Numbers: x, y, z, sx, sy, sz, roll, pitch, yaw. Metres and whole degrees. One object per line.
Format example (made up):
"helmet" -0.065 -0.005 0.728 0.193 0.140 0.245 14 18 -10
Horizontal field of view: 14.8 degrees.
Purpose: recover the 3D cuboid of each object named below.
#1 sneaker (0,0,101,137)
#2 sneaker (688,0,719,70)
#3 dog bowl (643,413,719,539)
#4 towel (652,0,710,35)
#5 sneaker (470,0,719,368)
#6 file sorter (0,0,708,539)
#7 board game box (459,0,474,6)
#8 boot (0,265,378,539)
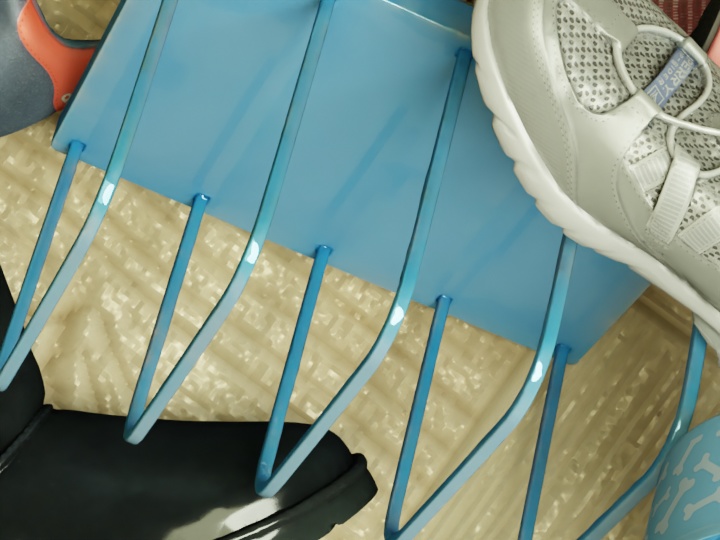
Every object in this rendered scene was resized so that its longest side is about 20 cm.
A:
"sneaker" -0.137 -0.145 0.928 0.084 0.075 0.201 -20 100 -3
"sneaker" 0.177 -0.106 0.884 0.087 0.074 0.200 35 60 3
"dog bowl" 0.138 0.105 0.828 0.111 0.200 0.050 -2 54 10
"towel" 0.149 -0.124 0.969 0.143 0.023 0.201 -1 92 -5
"sneaker" 0.116 -0.025 0.795 0.200 0.082 0.075 45 52 -13
"file sorter" 0.000 0.000 0.867 0.199 0.139 0.123 23 54 -11
"board game box" 0.015 -0.117 0.870 0.134 0.200 0.034 16 83 -3
"boot" -0.112 0.037 0.924 0.199 0.076 0.169 -19 94 1
